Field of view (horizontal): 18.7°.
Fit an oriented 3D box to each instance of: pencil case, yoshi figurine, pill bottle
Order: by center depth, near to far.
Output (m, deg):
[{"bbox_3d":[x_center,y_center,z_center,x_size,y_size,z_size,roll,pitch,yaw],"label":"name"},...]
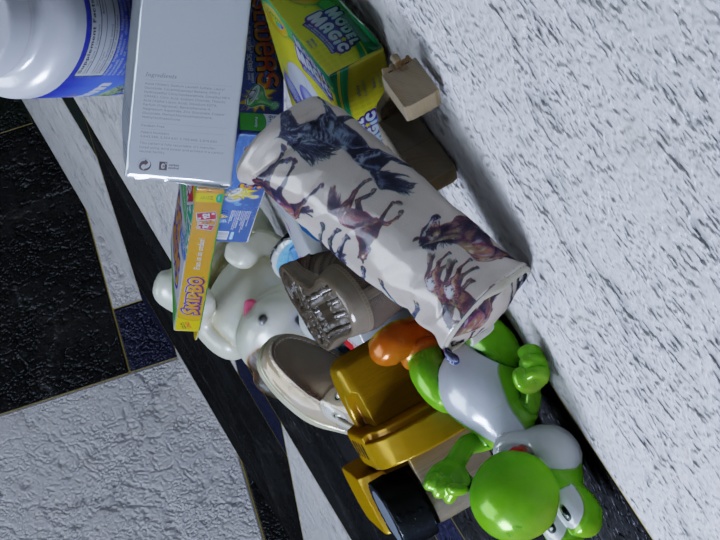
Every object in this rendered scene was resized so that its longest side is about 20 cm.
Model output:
[{"bbox_3d":[0.012,-0.030,1.405,0.200,0.078,0.089,40,147,13],"label":"pencil case"},{"bbox_3d":[0.086,0.104,1.479,0.200,0.112,0.112,55,162,16],"label":"yoshi figurine"},{"bbox_3d":[-0.228,-0.181,1.597,0.112,0.112,0.200,60,-152,11],"label":"pill bottle"}]

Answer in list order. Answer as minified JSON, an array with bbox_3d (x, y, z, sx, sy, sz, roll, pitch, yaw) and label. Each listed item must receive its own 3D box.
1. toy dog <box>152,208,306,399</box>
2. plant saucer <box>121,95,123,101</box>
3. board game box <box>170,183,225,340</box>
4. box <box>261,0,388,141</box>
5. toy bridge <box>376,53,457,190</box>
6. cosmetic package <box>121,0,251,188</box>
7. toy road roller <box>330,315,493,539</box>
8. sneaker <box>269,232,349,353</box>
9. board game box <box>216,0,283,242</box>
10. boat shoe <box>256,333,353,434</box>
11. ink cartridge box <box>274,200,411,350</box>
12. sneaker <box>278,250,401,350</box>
[{"bbox_3d":[-0.091,0.049,2.123,0.194,0.140,0.200,52,175,-28],"label":"toy dog"},{"bbox_3d":[-0.142,-0.184,1.817,0.200,0.050,0.200,-2,-90,-71],"label":"plant saucer"},{"bbox_3d":[-0.129,-0.038,1.705,0.200,0.030,0.096,101,167,-52],"label":"board game box"},{"bbox_3d":[-0.016,-0.130,1.520,0.117,0.048,0.200,54,166,37],"label":"box"},{"bbox_3d":[0.036,-0.081,1.443,0.067,0.027,0.200,56,169,32],"label":"toy bridge"},{"bbox_3d":[-0.121,-0.173,1.539,0.113,0.081,0.200,-103,20,-62],"label":"cosmetic package"},{"bbox_3d":[0.042,0.110,1.633,0.146,0.123,0.200,62,172,-4],"label":"toy road roller"},{"bbox_3d":[-0.011,0.015,1.864,0.090,0.078,0.200,37,165,30],"label":"sneaker"},{"bbox_3d":[-0.090,-0.121,1.674,0.200,0.034,0.136,117,154,-66],"label":"board game box"},{"bbox_3d":[0.005,0.109,1.857,0.200,0.072,0.065,34,149,4],"label":"boat shoe"},{"bbox_3d":[0.000,0.000,1.715,0.200,0.067,0.116,67,169,-22],"label":"ink cartridge box"},{"bbox_3d":[-0.001,0.013,1.577,0.071,0.075,0.200,64,168,-9],"label":"sneaker"}]
